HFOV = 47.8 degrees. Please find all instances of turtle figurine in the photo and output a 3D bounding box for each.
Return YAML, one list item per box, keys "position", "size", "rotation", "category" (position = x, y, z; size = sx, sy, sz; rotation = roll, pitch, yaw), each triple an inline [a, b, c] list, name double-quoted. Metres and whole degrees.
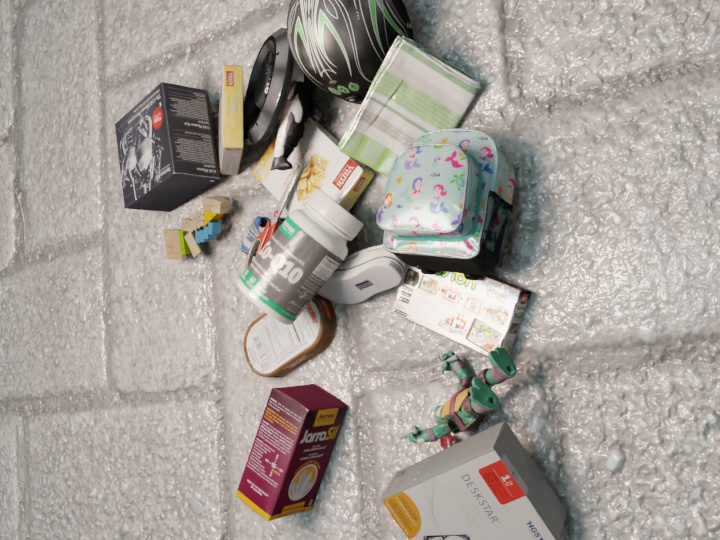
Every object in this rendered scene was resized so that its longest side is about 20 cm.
- position: [0.138, 0.187, 1.168]
  size: [0.200, 0.101, 0.150]
  rotation: [-43, 24, 52]
  category: "turtle figurine"

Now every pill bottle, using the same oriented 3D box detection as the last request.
- position: [-0.093, -0.024, 1.282]
  size: [0.113, 0.113, 0.200]
  rotation: [40, 93, 32]
  category: "pill bottle"

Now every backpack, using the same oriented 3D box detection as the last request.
- position: [0.125, -0.107, 1.169]
  size: [0.177, 0.151, 0.200]
  rotation: [6, 70, 35]
  category: "backpack"

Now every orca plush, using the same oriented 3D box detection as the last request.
- position: [-0.094, -0.257, 1.343]
  size: [0.105, 0.071, 0.200]
  rotation: [128, 151, -68]
  category: "orca plush"

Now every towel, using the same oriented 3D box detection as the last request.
- position: [0.073, -0.236, 1.244]
  size: [0.149, 0.031, 0.200]
  rotation: [29, 111, -7]
  category: "towel"

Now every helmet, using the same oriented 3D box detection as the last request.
- position: [-0.023, -0.381, 1.271]
  size: [0.200, 0.191, 0.200]
  rotation: [-19, 50, 24]
  category: "helmet"

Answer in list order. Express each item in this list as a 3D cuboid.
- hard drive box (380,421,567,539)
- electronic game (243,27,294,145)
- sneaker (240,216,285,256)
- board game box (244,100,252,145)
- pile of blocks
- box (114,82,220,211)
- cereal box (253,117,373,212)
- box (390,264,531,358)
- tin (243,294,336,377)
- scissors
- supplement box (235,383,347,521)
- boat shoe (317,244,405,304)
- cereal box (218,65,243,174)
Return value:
- position: [0.155, 0.324, 1.125]
  size: [0.200, 0.077, 0.156]
  rotation: [-34, 92, 30]
  category: "hard drive box"
- position: [-0.154, -0.311, 1.375]
  size: [0.200, 0.042, 0.200]
  rotation: [-43, 40, 52]
  category: "electronic game"
- position: [-0.127, -0.050, 1.404]
  size: [0.200, 0.077, 0.085]
  rotation: [18, 93, 36]
  category: "sneaker"
- position: [-0.143, -0.320, 1.450]
  size: [0.200, 0.023, 0.105]
  rotation: [-37, 42, 29]
  category: "board game box"
- position: [-0.295, -0.077, 1.544]
  size: [0.200, 0.062, 0.082]
  rotation: [-31, 81, 39]
  category: "pile of blocks"
- position: [-0.375, -0.232, 1.564]
  size: [0.200, 0.104, 0.182]
  rotation: [-23, 73, 45]
  category: "box"
- position: [-0.085, -0.165, 1.392]
  size: [0.200, 0.039, 0.144]
  rotation: [45, 108, 31]
  category: "cereal box"
- position: [0.146, 0.048, 1.215]
  size: [0.200, 0.035, 0.110]
  rotation: [24, 100, 36]
  category: "box"
- position: [-0.126, 0.112, 1.412]
  size: [0.200, 0.042, 0.112]
  rotation: [-35, 70, 29]
  category: "tin"
- position: [-0.152, -0.086, 1.385]
  size: [0.073, 0.014, 0.200]
  rotation: [12, 87, 47]
  category: "scissors"
- position: [-0.112, 0.296, 1.338]
  size: [0.086, 0.110, 0.200]
  rotation: [26, 101, 35]
  category: "supplement box"
- position: [0.000, 0.000, 1.310]
  size: [0.200, 0.072, 0.066]
  rotation: [-25, 34, 50]
  category: "boat shoe"
- position: [-0.231, -0.263, 1.447]
  size: [0.200, 0.039, 0.144]
  rotation: [145, 125, -77]
  category: "cereal box"
